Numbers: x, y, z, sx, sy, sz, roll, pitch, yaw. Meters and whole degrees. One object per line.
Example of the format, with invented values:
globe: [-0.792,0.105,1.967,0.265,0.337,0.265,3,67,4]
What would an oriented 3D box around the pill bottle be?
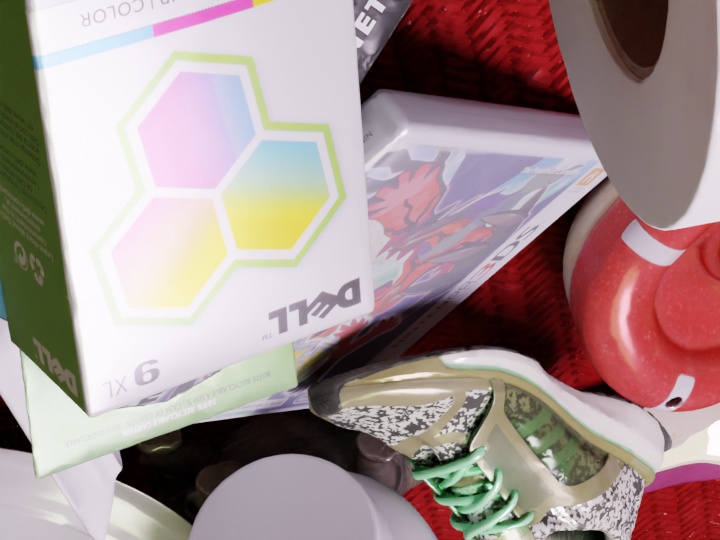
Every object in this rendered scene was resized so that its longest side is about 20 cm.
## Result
pill bottle: [-0.008,0.155,0.904,0.112,0.112,0.200,-20,151,6]

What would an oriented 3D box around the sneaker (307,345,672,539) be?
sneaker: [0.061,0.089,0.879,0.200,0.089,0.077,19,153,-37]

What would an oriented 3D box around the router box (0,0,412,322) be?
router box: [-0.073,-0.076,0.661,0.149,0.051,0.200,29,95,-42]

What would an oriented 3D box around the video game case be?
video game case: [0.000,0.000,0.807,0.182,0.023,0.200,-42,160,24]

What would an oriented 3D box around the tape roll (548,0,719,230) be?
tape roll: [0.141,-0.123,0.629,0.139,0.203,0.203,-10,143,-8]

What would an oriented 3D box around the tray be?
tray: [-0.130,0.015,0.785,0.022,0.108,0.200,-19,144,-1]

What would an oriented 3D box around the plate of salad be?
plate of salad: [-0.156,0.129,0.967,0.199,0.048,0.200,7,143,6]

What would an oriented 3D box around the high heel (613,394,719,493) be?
high heel: [0.154,0.082,1.037,0.200,0.068,0.096,-23,-170,-19]

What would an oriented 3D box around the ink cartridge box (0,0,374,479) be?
ink cartridge box: [-0.056,-0.022,0.627,0.104,0.059,0.200,-20,123,-27]

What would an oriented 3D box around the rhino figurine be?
rhino figurine: [-0.005,0.085,0.962,0.199,0.060,0.088,-11,152,-10]

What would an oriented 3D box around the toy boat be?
toy boat: [0.179,-0.003,0.855,0.130,0.131,0.200,14,134,-33]
